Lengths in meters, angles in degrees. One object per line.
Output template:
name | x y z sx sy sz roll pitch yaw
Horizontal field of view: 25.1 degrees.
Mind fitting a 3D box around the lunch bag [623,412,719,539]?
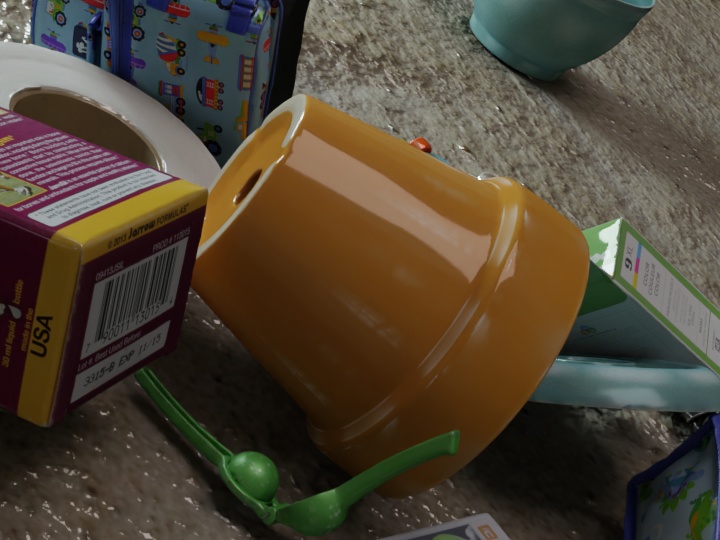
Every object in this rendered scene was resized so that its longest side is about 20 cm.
lunch bag | 0.261 0.215 1.011 0.170 0.127 0.200 26 45 -14

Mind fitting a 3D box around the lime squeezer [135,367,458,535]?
lime squeezer | -0.045 0.106 0.887 0.200 0.071 0.038 10 21 26

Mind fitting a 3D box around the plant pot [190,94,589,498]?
plant pot | 0.000 0.000 0.944 0.183 0.200 0.200 38 25 -17

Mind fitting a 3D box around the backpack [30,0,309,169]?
backpack | -0.146 -0.170 1.136 0.200 0.183 0.135 19 40 5

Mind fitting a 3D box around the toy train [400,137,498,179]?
toy train | 0.066 -0.022 1.259 0.150 0.056 0.200 29 30 -15

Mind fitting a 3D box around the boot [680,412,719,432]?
boot | 0.269 0.127 1.214 0.200 0.069 0.174 42 27 11

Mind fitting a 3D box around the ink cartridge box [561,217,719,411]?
ink cartridge box | 0.170 0.022 1.165 0.200 0.104 0.059 38 50 -33

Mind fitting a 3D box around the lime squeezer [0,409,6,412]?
lime squeezer | -0.211 0.050 0.843 0.071 0.038 0.200 46 31 18

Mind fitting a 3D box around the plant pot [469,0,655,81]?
plant pot | 0.202 -0.293 1.765 0.200 0.134 0.200 25 28 -15

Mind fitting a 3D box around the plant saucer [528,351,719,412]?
plant saucer | 0.153 0.072 1.089 0.200 0.027 0.200 3 0 0

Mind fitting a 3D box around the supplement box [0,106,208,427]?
supplement box | -0.201 -0.017 0.834 0.200 0.103 0.131 22 23 17

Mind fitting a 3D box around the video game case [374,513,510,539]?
video game case | 0.063 0.218 0.884 0.200 0.023 0.182 -3 44 -50

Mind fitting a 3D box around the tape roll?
tape roll | -0.184 -0.057 1.013 0.202 0.071 0.203 26 28 -15
